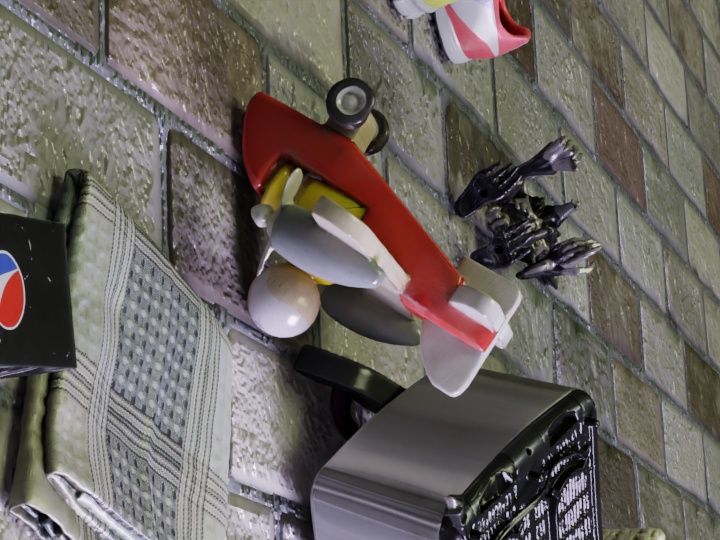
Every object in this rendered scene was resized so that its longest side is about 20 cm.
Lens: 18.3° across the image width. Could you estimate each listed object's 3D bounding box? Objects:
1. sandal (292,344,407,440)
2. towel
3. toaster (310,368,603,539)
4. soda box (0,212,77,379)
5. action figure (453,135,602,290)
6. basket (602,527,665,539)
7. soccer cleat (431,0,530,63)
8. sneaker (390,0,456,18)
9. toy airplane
[{"bbox_3d":[0.009,0.097,1.477,0.200,0.075,0.048,33,77,-57],"label":"sandal"},{"bbox_3d":[-0.113,0.076,1.153,0.193,0.034,0.201,57,32,-53],"label":"towel"},{"bbox_3d":[0.068,0.168,1.412,0.181,0.118,0.201,-38,132,-45],"label":"toaster"},{"bbox_3d":[-0.188,0.010,0.912,0.200,0.063,0.071,10,74,-70],"label":"soda box"},{"bbox_3d":[0.150,-0.044,1.880,0.200,0.102,0.120,-6,77,-70],"label":"action figure"},{"bbox_3d":[0.142,0.307,1.624,0.200,0.160,0.199,-45,126,-65],"label":"basket"},{"bbox_3d":[0.083,-0.266,1.807,0.068,0.073,0.201,-62,141,-60],"label":"soccer cleat"},{"bbox_3d":[0.044,-0.270,1.669,0.200,0.090,0.079,53,36,-53],"label":"sneaker"},{"bbox_3d":[0.000,0.000,1.357,0.200,0.141,0.199,55,-2,-30],"label":"toy airplane"}]
